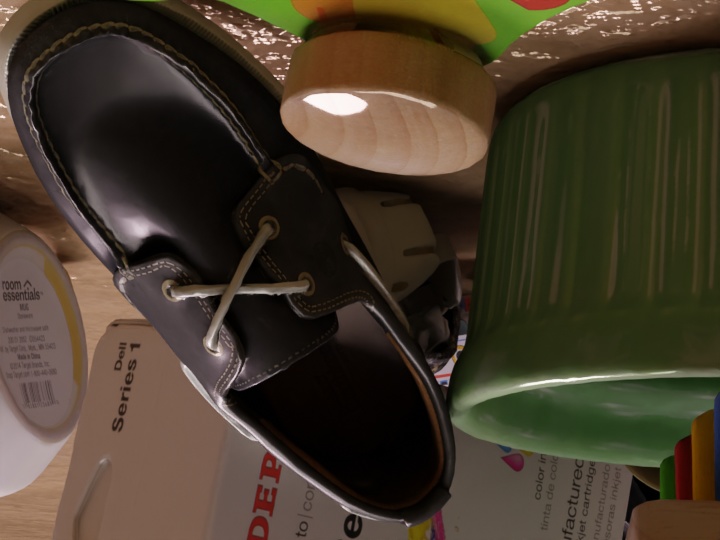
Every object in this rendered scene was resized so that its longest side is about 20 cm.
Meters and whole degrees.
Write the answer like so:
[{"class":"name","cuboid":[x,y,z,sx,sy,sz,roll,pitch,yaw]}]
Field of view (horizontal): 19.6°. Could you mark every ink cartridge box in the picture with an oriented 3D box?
[{"class":"ink cartridge box","cuboid":[-0.005,0.110,0.744,0.200,0.145,0.084,19,167,-39]}]

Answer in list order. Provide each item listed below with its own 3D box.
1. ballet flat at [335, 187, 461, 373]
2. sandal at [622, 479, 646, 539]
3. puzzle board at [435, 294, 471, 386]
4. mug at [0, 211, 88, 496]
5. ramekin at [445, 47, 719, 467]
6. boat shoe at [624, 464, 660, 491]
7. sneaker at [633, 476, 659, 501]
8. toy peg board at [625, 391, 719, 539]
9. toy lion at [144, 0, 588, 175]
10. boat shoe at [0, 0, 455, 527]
[{"class":"ballet flat","cuboid":[0.000,0.000,0.782,0.072,0.072,0.200,0,167,14]},{"class":"sandal","cuboid":[0.088,0.102,0.899,0.048,0.201,0.075,-28,-178,-21]},{"class":"puzzle board","cuboid":[0.007,0.095,0.906,0.200,0.151,0.017,-11,-178,33]},{"class":"mug","cuboid":[-0.191,0.025,0.828,0.153,0.187,0.150,-10,131,18]},{"class":"ramekin","cuboid":[0.128,0.002,0.649,0.199,0.098,0.200,3,167,1]},{"class":"boat shoe","cuboid":[0.191,0.054,0.767,0.200,0.073,0.063,-7,172,1]},{"class":"sneaker","cuboid":[0.161,0.093,0.923,0.087,0.076,0.200,-17,-175,-28]},{"class":"toy peg board","cuboid":[0.168,0.078,0.595,0.199,0.098,0.199,2,152,3]},{"class":"toy lion","cuboid":[-0.010,-0.088,0.388,0.191,0.069,0.200,24,157,-39]},{"class":"boat shoe","cuboid":[-0.031,-0.002,0.596,0.072,0.068,0.200,-34,127,1]}]
